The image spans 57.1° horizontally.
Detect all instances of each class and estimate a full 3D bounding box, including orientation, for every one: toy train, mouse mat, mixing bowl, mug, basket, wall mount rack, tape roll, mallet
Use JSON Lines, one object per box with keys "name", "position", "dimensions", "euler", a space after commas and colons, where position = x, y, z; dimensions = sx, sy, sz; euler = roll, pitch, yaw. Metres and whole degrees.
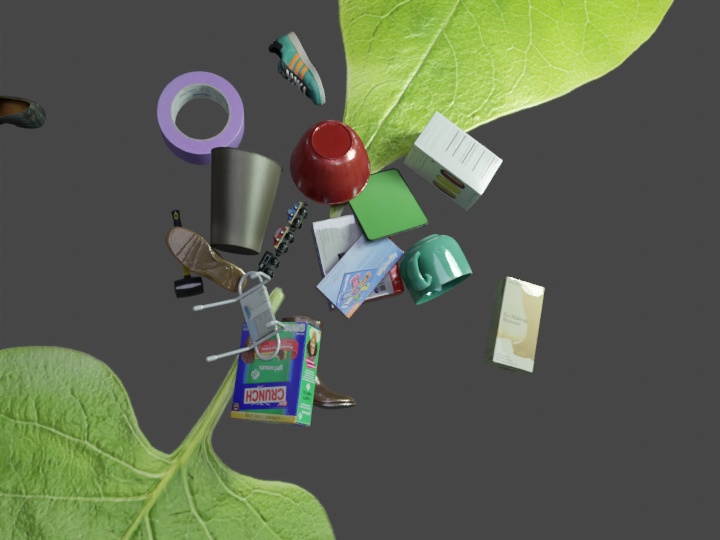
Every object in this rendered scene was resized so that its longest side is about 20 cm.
{"name": "toy train", "position": [-0.178, -0.074, 1.520], "dimensions": [0.045, 0.034, 0.203], "euler": [26, 74, 10]}
{"name": "mouse mat", "position": [0.054, -0.157, 1.546], "dimensions": [0.157, 0.008, 0.203], "euler": [-16, 52, -15]}
{"name": "mixing bowl", "position": [-0.067, -0.269, 1.529], "dimensions": [0.193, 0.109, 0.206], "euler": [2, 66, -5]}
{"name": "mug", "position": [0.163, -0.013, 1.485], "dimensions": [0.149, 0.185, 0.117], "euler": [-26, 78, -5]}
{"name": "basket", "position": [-0.265, -0.146, 1.468], "dimensions": [0.178, 0.134, 0.207], "euler": [17, 77, -44]}
{"name": "wall mount rack", "position": [-0.249, 0.099, 1.372], "dimensions": [0.171, 0.074, 0.204], "euler": [-29, 64, 15]}
{"name": "tape roll", "position": [-0.369, -0.353, 1.537], "dimensions": [0.194, 0.066, 0.207], "euler": [2, 77, -9]}
{"name": "mallet", "position": [-0.404, -0.036, 1.471], "dimensions": [0.064, 0.041, 0.205], "euler": [-17, 76, -17]}

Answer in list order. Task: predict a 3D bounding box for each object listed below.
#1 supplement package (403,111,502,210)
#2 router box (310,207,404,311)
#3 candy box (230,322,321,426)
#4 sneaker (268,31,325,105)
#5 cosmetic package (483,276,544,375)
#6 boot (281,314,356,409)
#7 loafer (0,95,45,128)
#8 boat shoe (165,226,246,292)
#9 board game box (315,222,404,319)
{"name": "supplement package", "position": [0.220, -0.261, 1.591], "dimensions": [0.198, 0.114, 0.111], "euler": [36, 72, 1]}
{"name": "router box", "position": [-0.008, -0.025, 1.528], "dimensions": [0.174, 0.049, 0.206], "euler": [-13, 79, -13]}
{"name": "candy box", "position": [-0.177, 0.215, 1.387], "dimensions": [0.165, 0.077, 0.206], "euler": [-2, 74, 26]}
{"name": "sneaker", "position": [-0.155, -0.477, 1.606], "dimensions": [0.078, 0.072, 0.203], "euler": [-27, 77, -10]}
{"name": "cosmetic package", "position": [0.358, 0.130, 1.543], "dimensions": [0.102, 0.071, 0.206], "euler": [13, 75, -6]}
{"name": "boot", "position": [-0.092, 0.197, 1.455], "dimensions": [0.180, 0.064, 0.206], "euler": [7, 71, -6]}
{"name": "loafer", "position": [-0.805, -0.359, 1.457], "dimensions": [0.194, 0.072, 0.075], "euler": [-3, 78, -10]}
{"name": "boat shoe", "position": [-0.339, -0.021, 1.440], "dimensions": [0.198, 0.072, 0.073], "euler": [34, 77, -19]}
{"name": "board game box", "position": [0.000, 0.000, 1.487], "dimensions": [0.103, 0.019, 0.201], "euler": [41, 74, 3]}
